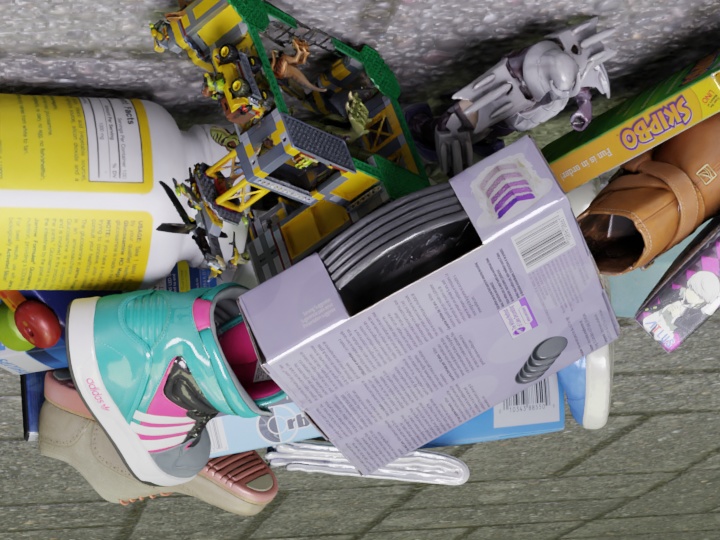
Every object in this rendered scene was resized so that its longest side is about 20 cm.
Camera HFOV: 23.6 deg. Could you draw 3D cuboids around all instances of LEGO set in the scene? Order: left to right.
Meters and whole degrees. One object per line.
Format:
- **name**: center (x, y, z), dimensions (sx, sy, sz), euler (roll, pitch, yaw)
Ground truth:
- **LEGO set**: center (-0.054, -0.063, 0.960), dimensions (0.115, 0.155, 0.199), euler (-33, 159, 24)

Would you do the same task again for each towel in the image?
- **towel**: center (0.000, 0.142, 1.288), dimensions (0.145, 0.024, 0.200), euler (6, 174, -3)

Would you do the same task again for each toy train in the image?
- **toy train**: center (-0.207, 0.028, 1.151), dimensions (0.085, 0.200, 0.115), euler (-47, -169, -36)

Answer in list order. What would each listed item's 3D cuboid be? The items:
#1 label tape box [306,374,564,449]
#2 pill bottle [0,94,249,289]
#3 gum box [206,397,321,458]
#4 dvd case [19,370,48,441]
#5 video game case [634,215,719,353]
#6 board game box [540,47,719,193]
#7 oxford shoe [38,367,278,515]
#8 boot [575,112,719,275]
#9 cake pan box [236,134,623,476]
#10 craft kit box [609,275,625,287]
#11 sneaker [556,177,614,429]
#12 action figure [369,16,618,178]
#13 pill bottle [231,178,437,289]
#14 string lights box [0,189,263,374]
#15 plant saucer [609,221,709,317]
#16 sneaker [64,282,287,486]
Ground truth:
- **label tape box**: center (0.042, 0.098, 1.349), dimensions (0.142, 0.067, 0.199), euler (-3, -178, -34)
- **pill bottle**: center (-0.171, -0.045, 1.019), dimensions (0.198, 0.114, 0.112), euler (1, 162, -18)
- **gum box**: center (-0.050, 0.064, 1.235), dimensions (0.168, 0.045, 0.200), euler (-11, -161, 1)
- **dvd case**: center (-0.167, 0.064, 1.346), dimensions (0.198, 0.144, 0.018), euler (1, 149, -19)
- **video game case**: center (0.255, -0.040, 1.064), dimensions (0.181, 0.036, 0.200), euler (-47, 175, 19)
- **board game box**: center (0.171, -0.091, 1.049), dimensions (0.199, 0.030, 0.095), euler (-32, -175, 41)
- **oxford shoe**: center (-0.147, 0.136, 1.237), dimensions (0.199, 0.075, 0.071), euler (24, -164, 26)
- **boot**: center (0.184, -0.041, 1.091), dimensions (0.155, 0.077, 0.200), euler (-39, -175, -23)
- **cake pan box**: center (0.044, 0.027, 0.968), dimensions (0.183, 0.053, 0.200), euler (-31, 150, 3)
- **craft kit box**: center (0.086, 0.044, 1.427), dimensions (0.196, 0.049, 0.200), euler (-7, 155, -34)
- **sneaker**: center (0.127, 0.023, 1.268), dimensions (0.110, 0.202, 0.077), euler (-3, -156, 13)
- **action figure**: center (0.083, -0.092, 1.033), dimensions (0.129, 0.070, 0.200), euler (-18, 178, -25)
- **pill bottle**: center (0.000, 0.000, 1.137), dimensions (0.111, 0.114, 0.200), euler (-13, -167, 24)
- **string lights box**: center (-0.167, 0.006, 1.227), dimensions (0.198, 0.104, 0.059), euler (-9, 164, 11)
- **plant saucer**: center (0.257, -0.025, 1.338), dimensions (0.199, 0.039, 0.202), euler (-8, 153, -4)
- **sneaker**: center (-0.091, 0.068, 1.043), dimensions (0.119, 0.084, 0.200), euler (-8, 152, 9)
